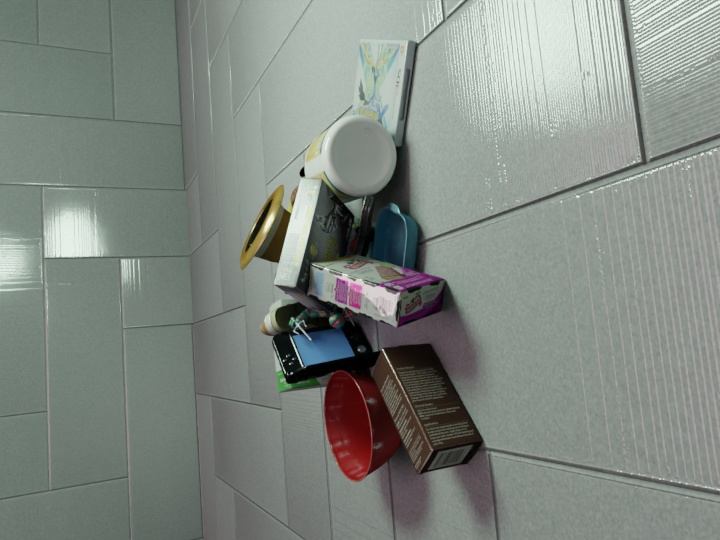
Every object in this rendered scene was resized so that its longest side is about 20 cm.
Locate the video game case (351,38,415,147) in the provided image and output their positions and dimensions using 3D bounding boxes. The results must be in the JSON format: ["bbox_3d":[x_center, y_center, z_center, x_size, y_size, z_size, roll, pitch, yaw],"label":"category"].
[{"bbox_3d":[0.038,-0.349,1.171,0.200,0.022,0.187,38,124,58],"label":"video game case"}]

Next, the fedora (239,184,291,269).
[{"bbox_3d":[-0.174,-0.074,1.217,0.202,0.081,0.202,-54,19,27],"label":"fedora"}]

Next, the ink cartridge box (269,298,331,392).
[{"bbox_3d":[-0.124,0.168,1.394,0.083,0.143,0.205,-31,65,58],"label":"ink cartridge box"}]

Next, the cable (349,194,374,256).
[{"bbox_3d":[-0.004,-0.075,1.124,0.200,0.049,0.099,75,-143,-75],"label":"cable"}]

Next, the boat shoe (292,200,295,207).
[{"bbox_3d":[-0.096,-0.136,1.328,0.066,0.071,0.200,61,-174,2],"label":"boat shoe"}]

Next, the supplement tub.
[{"bbox_3d":[-0.028,-0.207,1.163,0.199,0.141,0.149,-176,85,-71],"label":"supplement tub"}]

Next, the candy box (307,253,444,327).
[{"bbox_3d":[0.025,0.028,1.020,0.197,0.135,0.063,16,107,36],"label":"candy box"}]

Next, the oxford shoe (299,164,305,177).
[{"bbox_3d":[-0.078,-0.237,1.356,0.199,0.071,0.073,-25,68,61],"label":"oxford shoe"}]

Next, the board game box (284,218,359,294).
[{"bbox_3d":[-0.083,-0.029,1.311,0.035,0.132,0.202,-113,34,-40],"label":"board game box"}]

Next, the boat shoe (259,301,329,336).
[{"bbox_3d":[-0.134,0.104,1.318,0.068,0.198,0.076,-26,73,37],"label":"boat shoe"}]

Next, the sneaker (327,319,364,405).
[{"bbox_3d":[-0.039,0.201,1.301,0.083,0.076,0.204,115,149,-58],"label":"sneaker"}]

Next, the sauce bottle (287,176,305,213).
[{"bbox_3d":[-0.141,-0.165,1.460,0.200,0.064,0.068,129,134,-71],"label":"sauce bottle"}]

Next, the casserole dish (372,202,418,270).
[{"bbox_3d":[0.064,-0.022,1.119,0.121,0.038,0.205,32,120,59],"label":"casserole dish"}]

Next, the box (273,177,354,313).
[{"bbox_3d":[-0.079,-0.042,1.102,0.047,0.158,0.205,5,72,23],"label":"box"}]

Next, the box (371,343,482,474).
[{"bbox_3d":[0.103,0.220,0.987,0.202,0.098,0.076,65,145,40],"label":"box"}]

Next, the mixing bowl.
[{"bbox_3d":[0.018,0.286,1.149,0.199,0.106,0.206,13,104,61],"label":"mixing bowl"}]

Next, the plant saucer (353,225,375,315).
[{"bbox_3d":[0.000,0.000,1.274,0.071,0.019,0.203,-119,36,-43],"label":"plant saucer"}]

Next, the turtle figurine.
[{"bbox_3d":[-0.089,0.059,1.226,0.150,0.100,0.201,-45,74,21],"label":"turtle figurine"}]

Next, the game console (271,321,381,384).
[{"bbox_3d":[-0.056,0.145,1.183,0.177,0.196,0.118,-120,34,-41],"label":"game console"}]
